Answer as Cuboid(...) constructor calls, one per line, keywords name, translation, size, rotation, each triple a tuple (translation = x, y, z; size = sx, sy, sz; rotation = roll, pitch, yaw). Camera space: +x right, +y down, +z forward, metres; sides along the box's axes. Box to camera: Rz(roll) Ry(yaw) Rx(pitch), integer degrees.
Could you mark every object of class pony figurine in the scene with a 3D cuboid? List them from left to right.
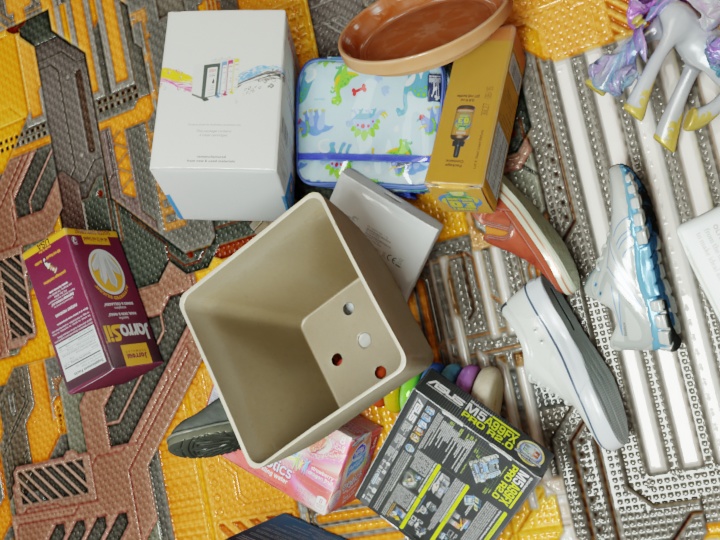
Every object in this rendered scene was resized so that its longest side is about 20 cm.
Cuboid(name="pony figurine", translation=(0.320, -0.246, 0.939), size=(0.192, 0.167, 0.201), rotation=(34, 102, -12))

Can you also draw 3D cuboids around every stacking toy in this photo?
Cuboid(name="stacking toy", translation=(0.059, 0.133, 1.075), size=(0.197, 0.085, 0.087), rotation=(10, 94, 22))

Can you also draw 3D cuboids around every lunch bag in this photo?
Cuboid(name="lunch bag", translation=(0.020, -0.168, 1.104), size=(0.197, 0.082, 0.163), rotation=(6, 95, 26))

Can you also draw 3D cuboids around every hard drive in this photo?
Cuboid(name="hard drive", translation=(0.000, 0.000, 1.101), size=(0.131, 0.026, 0.202), rotation=(32, 120, 14))

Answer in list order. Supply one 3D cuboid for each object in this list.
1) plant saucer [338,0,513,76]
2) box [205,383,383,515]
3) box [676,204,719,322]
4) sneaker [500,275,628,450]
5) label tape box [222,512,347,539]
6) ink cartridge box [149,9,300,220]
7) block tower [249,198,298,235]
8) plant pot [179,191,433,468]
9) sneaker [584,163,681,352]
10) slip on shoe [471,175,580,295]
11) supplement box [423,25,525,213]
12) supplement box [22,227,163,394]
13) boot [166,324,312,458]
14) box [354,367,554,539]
Cuboid(name="plant saucer", translation=(0.072, -0.269, 1.038), size=(0.198, 0.202, 0.033), rotation=(-5, 129, 25))
Cuboid(name="box", translation=(-0.087, 0.197, 1.143), size=(0.198, 0.094, 0.104), rotation=(23, 99, 23))
Cuboid(name="box", translation=(0.412, 0.012, 0.850), size=(0.170, 0.198, 0.202), rotation=(-29, 80, 22))
Cuboid(name="sneaker", translation=(0.219, 0.107, 1.019), size=(0.071, 0.073, 0.202), rotation=(-37, 66, 30))
Cuboid(name="label tape box", translation=(-0.084, 0.354, 1.083), size=(0.142, 0.199, 0.067), rotation=(16, 98, 24))
Cuboid(name="ink cartridge box", translation=(-0.151, -0.179, 1.101), size=(0.142, 0.147, 0.203), rotation=(1, 71, 4))
Cuboid(name="block tower", translation=(-0.116, -0.081, 1.181), size=(0.058, 0.054, 0.201), rotation=(-44, 73, 19))
Cuboid(name="plant pot", translation=(-0.035, 0.068, 0.994), size=(0.199, 0.176, 0.202), rotation=(-36, 69, 19))
Cuboid(name="sneaker", translation=(0.272, -0.009, 0.989), size=(0.086, 0.075, 0.203), rotation=(-12, 84, 30))
Cuboid(name="slip on shoe", translation=(0.168, -0.046, 1.037), size=(0.061, 0.074, 0.201), rotation=(-47, 66, 18))
Cuboid(name="supplement box", translation=(0.127, -0.164, 1.020), size=(0.066, 0.069, 0.202), rotation=(5, 66, 25))
Cuboid(name="supplement box", translation=(-0.358, 0.052, 1.264), size=(0.085, 0.110, 0.202), rotation=(-27, 79, 22))
Cuboid(name="boot", translation=(-0.152, 0.104, 1.094), size=(0.179, 0.073, 0.202), rotation=(-12, 62, -14))
Cuboid(name="box", translation=(0.096, 0.226, 1.028), size=(0.159, 0.044, 0.201), rotation=(33, 129, 12))
